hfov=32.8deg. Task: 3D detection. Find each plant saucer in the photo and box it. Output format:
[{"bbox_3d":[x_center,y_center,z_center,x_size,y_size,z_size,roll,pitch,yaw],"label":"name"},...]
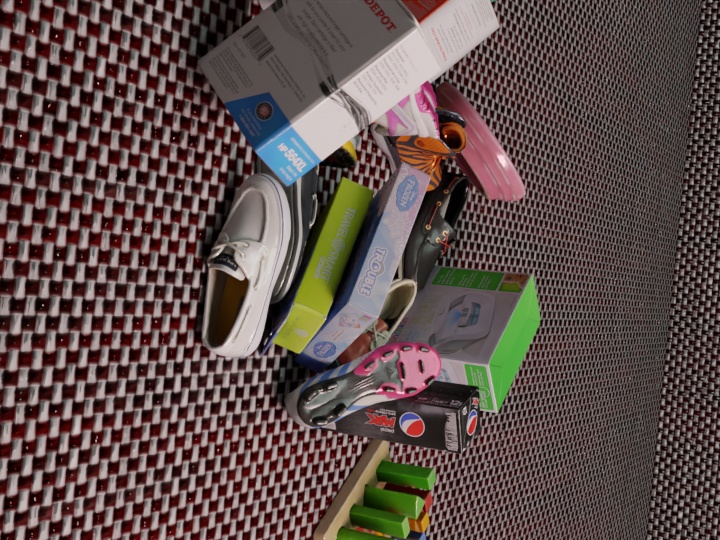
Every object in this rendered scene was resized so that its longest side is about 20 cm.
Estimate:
[{"bbox_3d":[0.159,-0.176,1.748,0.051,0.201,0.201,-35,145,2],"label":"plant saucer"}]

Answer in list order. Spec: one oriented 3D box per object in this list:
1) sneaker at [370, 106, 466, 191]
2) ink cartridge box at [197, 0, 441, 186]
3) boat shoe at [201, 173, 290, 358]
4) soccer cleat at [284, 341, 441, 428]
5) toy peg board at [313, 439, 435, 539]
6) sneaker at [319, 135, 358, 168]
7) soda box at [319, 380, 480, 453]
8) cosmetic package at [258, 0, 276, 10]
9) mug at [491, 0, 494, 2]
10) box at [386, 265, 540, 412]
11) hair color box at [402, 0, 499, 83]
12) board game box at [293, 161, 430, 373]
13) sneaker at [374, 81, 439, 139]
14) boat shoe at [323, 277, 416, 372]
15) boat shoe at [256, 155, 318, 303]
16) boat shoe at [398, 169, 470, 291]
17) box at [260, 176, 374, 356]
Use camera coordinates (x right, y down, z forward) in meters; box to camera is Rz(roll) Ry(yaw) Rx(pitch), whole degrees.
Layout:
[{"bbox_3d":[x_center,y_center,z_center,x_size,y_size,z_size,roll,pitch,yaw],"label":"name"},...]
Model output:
[{"bbox_3d":[0.097,-0.160,1.659,0.200,0.112,0.078,43,58,-58],"label":"sneaker"},{"bbox_3d":[-0.041,-0.206,1.229,0.200,0.146,0.084,-36,147,4],"label":"ink cartridge box"},{"bbox_3d":[-0.129,-0.007,1.293,0.070,0.071,0.200,15,88,-66],"label":"boat shoe"},{"bbox_3d":[-0.001,0.132,1.477,0.200,0.086,0.070,-18,97,-22],"label":"soccer cleat"},{"bbox_3d":[0.038,0.372,1.671,0.200,0.098,0.199,-52,139,-46],"label":"toy peg board"},{"bbox_3d":[-0.052,-0.194,1.410,0.200,0.078,0.082,58,40,-64],"label":"sneaker"},{"bbox_3d":[0.047,0.172,1.529,0.071,0.200,0.063,-38,129,-56],"label":"soda box"},{"bbox_3d":[-0.033,-0.366,1.359,0.081,0.113,0.200,65,38,-47],"label":"cosmetic package"},{"bbox_3d":[0.130,-0.414,1.618,0.185,0.152,0.114,-31,140,-3],"label":"mug"},{"bbox_3d":[0.138,0.093,1.723,0.200,0.176,0.097,-56,142,-43],"label":"box"},{"bbox_3d":[0.070,-0.286,1.520,0.200,0.061,0.102,-40,143,-5],"label":"hair color box"},{"bbox_3d":[0.000,0.000,1.448,0.199,0.043,0.200,-47,-161,58],"label":"board game box"},{"bbox_3d":[0.030,-0.220,1.425,0.200,0.088,0.081,65,17,-47],"label":"sneaker"},{"bbox_3d":[0.011,0.071,1.574,0.071,0.062,0.200,63,36,-18],"label":"boat shoe"},{"bbox_3d":[-0.080,-0.061,1.367,0.060,0.075,0.200,11,86,-58],"label":"boat shoe"},{"bbox_3d":[0.105,-0.057,1.757,0.202,0.063,0.074,-69,153,-24],"label":"boat shoe"},{"bbox_3d":[-0.049,0.004,1.411,0.122,0.048,0.200,126,-13,-61],"label":"box"}]
